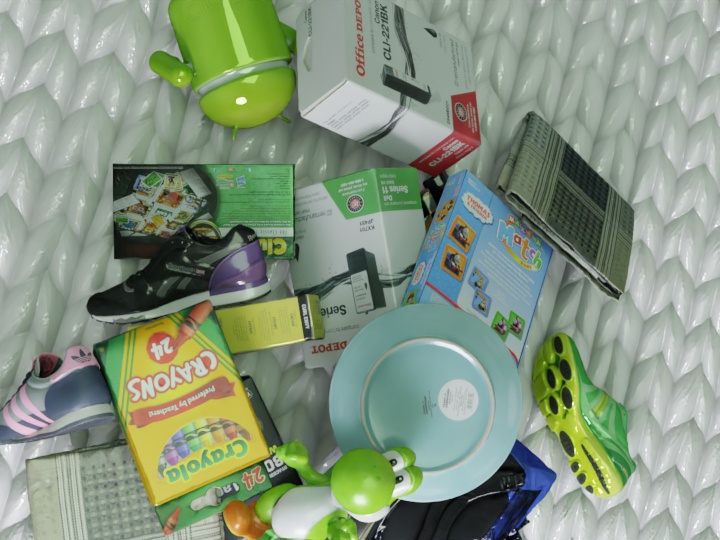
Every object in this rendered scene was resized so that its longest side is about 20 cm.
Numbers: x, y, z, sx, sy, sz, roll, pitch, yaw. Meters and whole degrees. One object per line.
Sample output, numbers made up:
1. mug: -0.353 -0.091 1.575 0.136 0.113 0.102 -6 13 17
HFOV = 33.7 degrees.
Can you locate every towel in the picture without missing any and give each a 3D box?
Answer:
1. towel: 0.245 -0.076 1.400 0.192 0.034 0.201 42 35 -12
2. towel: -0.233 0.270 1.210 0.190 0.035 0.203 -7 89 -14

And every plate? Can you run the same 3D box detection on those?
1. plate: 0.067 0.134 1.191 0.197 0.026 0.203 0 93 -1

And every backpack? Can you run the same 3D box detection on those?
1. backpack: 0.104 0.259 1.300 0.201 0.162 0.167 -55 144 7

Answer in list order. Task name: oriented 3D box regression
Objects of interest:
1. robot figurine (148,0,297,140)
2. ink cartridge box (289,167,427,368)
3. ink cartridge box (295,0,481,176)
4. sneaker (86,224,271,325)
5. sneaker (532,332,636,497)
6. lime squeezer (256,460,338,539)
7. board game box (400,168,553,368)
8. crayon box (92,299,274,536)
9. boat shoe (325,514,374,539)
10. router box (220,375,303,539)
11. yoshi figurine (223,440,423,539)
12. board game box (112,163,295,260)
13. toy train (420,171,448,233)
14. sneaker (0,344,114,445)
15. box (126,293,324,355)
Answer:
1. robot figurine: -0.140 -0.248 1.307 0.174 0.115 0.202 -20 91 -29
2. ink cartridge box: 0.000 0.000 1.304 0.083 0.145 0.203 -6 86 -52
3. ink cartridge box: 0.031 -0.212 1.317 0.198 0.083 0.146 19 55 -35
4. sneaker: -0.198 -0.002 1.267 0.197 0.076 0.089 -11 102 3
5. sneaker: 0.269 0.170 1.426 0.083 0.074 0.202 -20 88 -42
6. lime squeezer: -0.076 0.276 1.266 0.070 0.038 0.201 22 104 -43
7. board game box: 0.128 0.013 1.291 0.151 0.036 0.201 38 56 -23
8. crayon box: -0.172 0.146 1.184 0.126 0.051 0.202 -22 85 -17
9. boat shoe: -0.032 0.293 1.255 0.075 0.074 0.201 35 101 9
10. router box: -0.174 0.225 1.283 0.198 0.062 0.151 -28 95 -17
11. yoshi figurine: -0.039 0.222 1.142 0.198 0.112 0.113 -29 107 11
12. board game box: -0.170 -0.064 1.295 0.197 0.023 0.106 1 92 1
13. toy train: 0.106 -0.012 1.382 0.113 0.085 0.202 -28 93 -7
14. sneaker: -0.317 0.127 1.193 0.070 0.199 0.083 -7 82 -50
15. box: -0.141 0.066 1.266 0.197 0.075 0.051 -11 86 8
